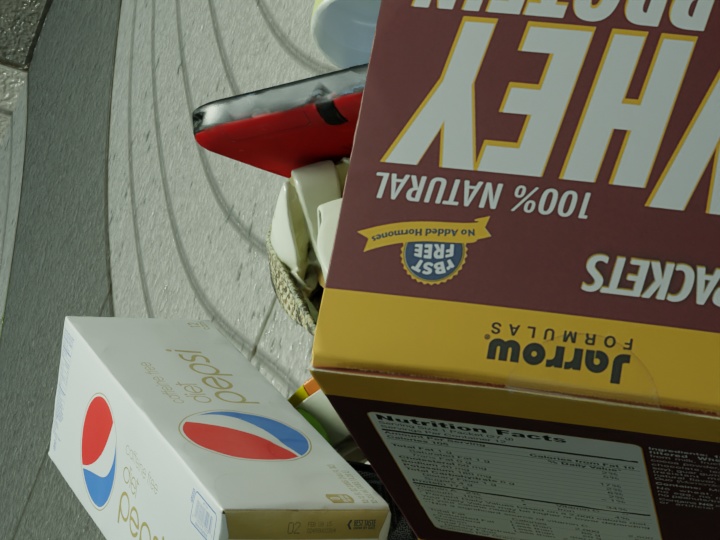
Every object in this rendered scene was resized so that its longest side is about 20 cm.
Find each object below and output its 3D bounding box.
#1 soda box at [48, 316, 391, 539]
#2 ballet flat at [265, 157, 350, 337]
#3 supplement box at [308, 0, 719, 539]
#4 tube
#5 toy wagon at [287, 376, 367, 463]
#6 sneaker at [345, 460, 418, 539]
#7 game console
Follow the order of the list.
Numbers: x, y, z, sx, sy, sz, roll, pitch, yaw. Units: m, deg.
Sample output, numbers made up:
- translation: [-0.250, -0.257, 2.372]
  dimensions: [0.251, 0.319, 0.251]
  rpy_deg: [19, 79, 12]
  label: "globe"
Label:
- translation: [-0.060, 0.080, 0.875]
  dimensions: [0.200, 0.068, 0.064]
  rpy_deg: [-140, 55, -60]
  label: "soda box"
- translation: [0.000, 0.000, 0.865]
  dimensions: [0.068, 0.076, 0.200]
  rpy_deg: [-27, 30, -1]
  label: "ballet flat"
- translation: [0.083, -0.024, 0.689]
  dimensions: [0.200, 0.132, 0.199]
  rpy_deg: [63, -144, -67]
  label: "supplement box"
- translation: [0.019, -0.173, 1.002]
  dimensions: [0.052, 0.058, 0.201]
  rpy_deg: [85, -169, -50]
  label: "tube"
- translation: [0.023, 0.046, 0.953]
  dimensions: [0.040, 0.155, 0.200]
  rpy_deg: [57, 147, 9]
  label: "toy wagon"
- translation: [0.049, 0.089, 0.860]
  dimensions: [0.076, 0.113, 0.201]
  rpy_deg: [-100, 30, -43]
  label: "sneaker"
- translation: [0.043, -0.105, 0.912]
  dimensions: [0.171, 0.200, 0.120]
  rpy_deg: [-11, 79, 24]
  label: "game console"
